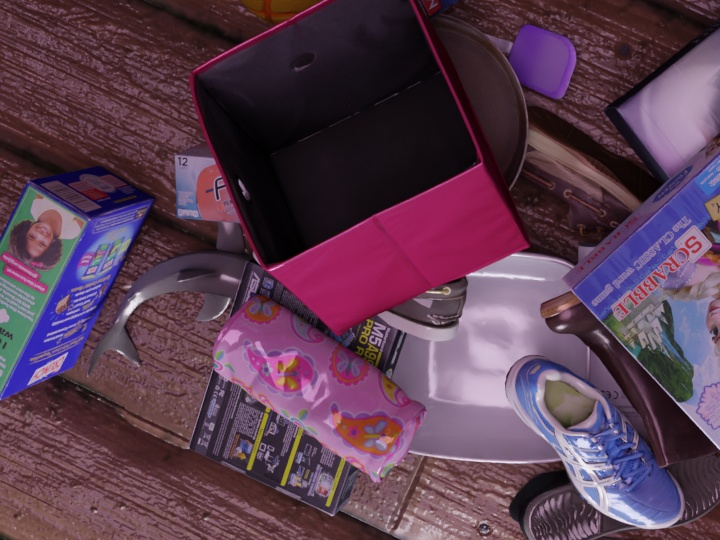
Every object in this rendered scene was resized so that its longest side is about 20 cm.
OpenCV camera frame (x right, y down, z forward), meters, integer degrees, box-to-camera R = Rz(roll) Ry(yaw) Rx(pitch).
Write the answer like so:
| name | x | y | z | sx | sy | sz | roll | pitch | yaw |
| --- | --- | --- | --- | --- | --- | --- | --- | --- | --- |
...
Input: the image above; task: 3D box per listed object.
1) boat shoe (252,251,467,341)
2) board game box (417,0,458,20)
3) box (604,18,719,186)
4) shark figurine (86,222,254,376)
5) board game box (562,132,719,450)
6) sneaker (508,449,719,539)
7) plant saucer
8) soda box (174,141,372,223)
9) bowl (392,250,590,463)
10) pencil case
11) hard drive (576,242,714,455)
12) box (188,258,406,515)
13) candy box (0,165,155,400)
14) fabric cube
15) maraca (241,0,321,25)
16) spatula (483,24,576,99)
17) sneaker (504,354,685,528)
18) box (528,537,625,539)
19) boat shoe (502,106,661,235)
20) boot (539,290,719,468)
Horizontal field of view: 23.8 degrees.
| name | x | y | z | sx | sy | sz | roll | pitch | yaw |
| --- | --- | --- | --- | --- | --- | --- | --- | --- | --- |
| boat shoe | 0.001 | -0.001 | 1.545 | 0.201 | 0.072 | 0.061 | 21 | 116 | 10 |
| board game box | 0.028 | -0.323 | 1.501 | 0.200 | 0.062 | 0.201 | -36 | 106 | -26 |
| box | 0.353 | -0.124 | 1.490 | 0.198 | 0.123 | 0.200 | -39 | 92 | 7 |
| shark figurine | -0.177 | 0.019 | 1.648 | 0.214 | 0.090 | 0.129 | -17 | 95 | 11 |
| board game box | 0.307 | 0.013 | 1.423 | 0.200 | 0.041 | 0.200 | -44 | 104 | 6 |
| sneaker | 0.238 | 0.204 | 1.608 | 0.199 | 0.106 | 0.075 | -12 | 95 | -8 |
| plant saucer | 0.068 | -0.140 | 1.577 | 0.199 | 0.032 | 0.201 | 8 | 107 | 26 |
| soda box | -0.073 | -0.078 | 1.601 | 0.199 | 0.068 | 0.064 | 5 | 107 | 19 |
| bowl | 0.119 | 0.073 | 1.605 | 0.199 | 0.075 | 0.201 | 2 | 102 | 12 |
| pencil case | -0.040 | 0.103 | 1.530 | 0.200 | 0.087 | 0.088 | 32 | 104 | 12 |
| hard drive | 0.269 | 0.076 | 1.605 | 0.131 | 0.026 | 0.201 | 2 | 100 | 10 |
| box | -0.058 | 0.106 | 1.602 | 0.160 | 0.044 | 0.201 | 22 | 106 | 14 |
| candy box | -0.294 | 0.009 | 1.623 | 0.077 | 0.169 | 0.201 | 30 | 104 | 8 |
| fabric cube | 0.003 | -0.092 | 1.426 | 0.199 | 0.199 | 0.197 | -26 | 68 | 7 |
| maraca | -0.062 | -0.269 | 1.557 | 0.107 | 0.137 | 0.201 | -34 | 100 | -23 |
| spatula | 0.104 | -0.218 | 1.584 | 0.199 | 0.021 | 0.057 | 21 | 105 | 7 |
| sneaker | 0.208 | 0.156 | 1.514 | 0.200 | 0.077 | 0.076 | 42 | 82 | 0 |
| box | 0.256 | 0.304 | 1.627 | 0.199 | 0.068 | 0.083 | 4 | 102 | 9 |
| boat shoe | 0.216 | -0.068 | 1.572 | 0.200 | 0.072 | 0.072 | 34 | 118 | 3 |
| boot | 0.247 | 0.089 | 1.494 | 0.072 | 0.199 | 0.167 | -25 | 74 | 44 |
